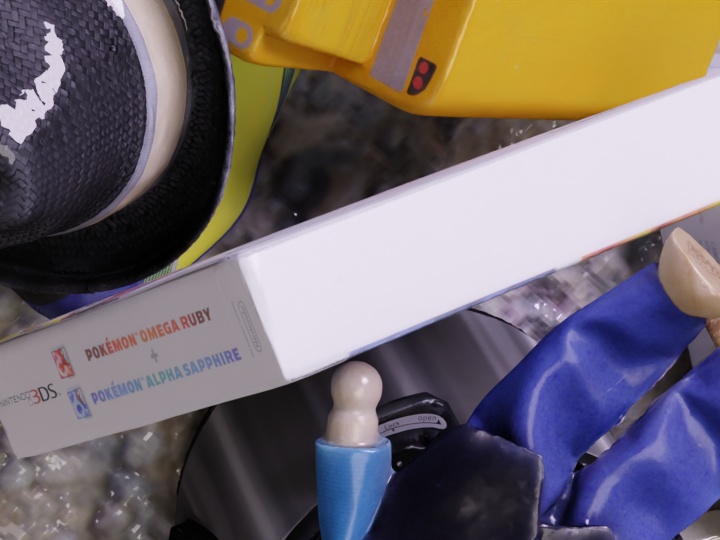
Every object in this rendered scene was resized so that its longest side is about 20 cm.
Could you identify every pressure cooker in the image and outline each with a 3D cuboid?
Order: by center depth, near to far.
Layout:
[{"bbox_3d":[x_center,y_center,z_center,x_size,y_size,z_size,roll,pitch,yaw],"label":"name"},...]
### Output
[{"bbox_3d":[0.030,0.118,0.984,0.176,0.200,0.179,23,106,-23],"label":"pressure cooker"}]

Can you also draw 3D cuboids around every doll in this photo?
[{"bbox_3d":[0.044,0.075,0.852,0.136,0.048,0.200,42,102,-12],"label":"doll"}]

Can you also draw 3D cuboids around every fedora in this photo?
[{"bbox_3d":[-0.142,-0.058,0.867,0.200,0.092,0.201,15,124,24],"label":"fedora"}]

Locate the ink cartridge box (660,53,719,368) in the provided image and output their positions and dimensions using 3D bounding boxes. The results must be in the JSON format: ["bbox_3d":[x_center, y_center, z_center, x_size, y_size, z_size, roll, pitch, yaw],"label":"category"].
[{"bbox_3d":[0.199,0.010,0.988,0.047,0.200,0.160,-35,122,-35],"label":"ink cartridge box"}]

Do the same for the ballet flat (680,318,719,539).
[{"bbox_3d":[0.141,0.081,1.011,0.065,0.071,0.200,-3,125,-5],"label":"ballet flat"}]

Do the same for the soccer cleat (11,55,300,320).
[{"bbox_3d":[-0.052,-0.064,0.972,0.200,0.065,0.084,-53,145,6],"label":"soccer cleat"}]

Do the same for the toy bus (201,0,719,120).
[{"bbox_3d":[0.039,-0.091,0.924,0.200,0.078,0.065,-2,119,-53],"label":"toy bus"}]

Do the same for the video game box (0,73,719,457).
[{"bbox_3d":[0.000,0.000,0.901,0.200,0.182,0.047,-21,94,-34],"label":"video game box"}]
